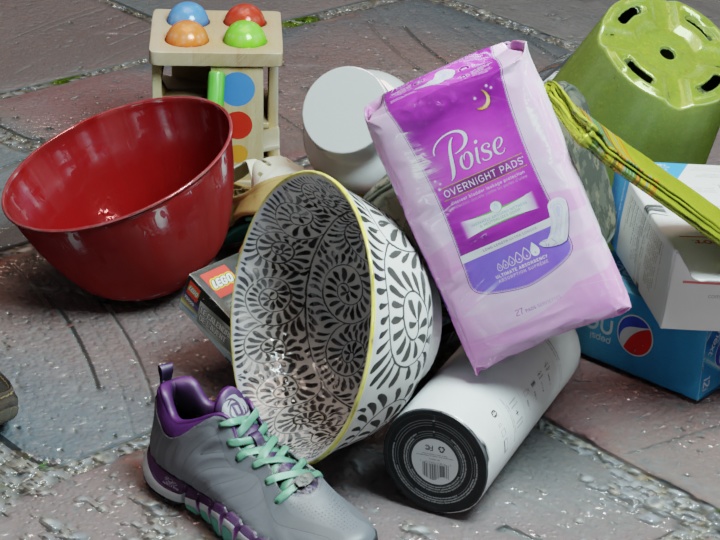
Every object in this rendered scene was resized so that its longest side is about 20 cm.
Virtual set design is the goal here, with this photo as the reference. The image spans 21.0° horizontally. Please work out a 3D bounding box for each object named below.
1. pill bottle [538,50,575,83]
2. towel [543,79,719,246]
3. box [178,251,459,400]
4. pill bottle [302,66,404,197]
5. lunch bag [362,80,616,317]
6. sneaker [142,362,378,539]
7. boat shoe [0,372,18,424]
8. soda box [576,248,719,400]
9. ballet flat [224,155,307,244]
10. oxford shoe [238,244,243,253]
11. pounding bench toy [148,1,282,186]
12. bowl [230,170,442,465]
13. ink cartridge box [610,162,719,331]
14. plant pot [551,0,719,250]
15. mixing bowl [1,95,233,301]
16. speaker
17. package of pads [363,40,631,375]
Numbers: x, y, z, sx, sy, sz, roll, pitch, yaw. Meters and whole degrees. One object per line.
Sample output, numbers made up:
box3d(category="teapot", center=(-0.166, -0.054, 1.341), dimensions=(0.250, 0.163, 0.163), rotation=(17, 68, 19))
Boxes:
box3d(category="pill bottle", center=(0.184, -0.133, 1.841), dimensions=(0.105, 0.107, 0.200), rotation=(14, 28, 23))
box3d(category="towel", center=(0.209, -0.065, 1.350), dimensions=(0.199, 0.018, 0.086), rotation=(32, 19, -29))
box3d(category="box", center=(-0.022, 0.028, 1.494), dimensions=(0.199, 0.040, 0.137), rotation=(-25, 60, -40))
box3d(category="pill bottle", center=(0.013, -0.105, 1.626), dimensions=(0.103, 0.105, 0.200), rotation=(10, -10, 17))
box3d(category="lunch bag", center=(0.089, -0.051, 1.469), dimensions=(0.166, 0.141, 0.200), rotation=(-10, 15, 23))
box3d(category="sneaker", center=(-0.072, 0.130, 1.282), dimensions=(0.199, 0.088, 0.074), rotation=(21, 31, 34))
box3d(category="boat shoe", center=(-0.328, 0.059, 1.429), dimensions=(0.199, 0.074, 0.074), rotation=(22, 32, 36))
box3d(category="soda box", center=(0.205, 0.031, 1.538), dimensions=(0.199, 0.068, 0.064), rotation=(23, 30, 37))
box3d(category="ballet flat", center=(-0.083, -0.065, 1.627), dimensions=(0.068, 0.064, 0.199), rotation=(-9, -3, -31))
box3d(category="oxford shoe", center=(0.000, 0.000, 1.612), dimensions=(0.198, 0.072, 0.073), rotation=(-11, 50, -21))
box3d(category="pounding bench toy", center=(-0.134, -0.152, 1.796), dimensions=(0.123, 0.157, 0.200), rotation=(0, 25, -4))
box3d(category="bowl", center=(-0.005, 0.035, 1.343), dimensions=(0.093, 0.202, 0.201), rotation=(4, 21, -31))
box3d(category="ink cartridge box", center=(0.268, -0.010, 1.467), dimensions=(0.115, 0.068, 0.200), rotation=(2, 27, -10))
box3d(category="plant pot", center=(0.228, -0.125, 1.643), dimensions=(0.198, 0.191, 0.201), rotation=(10, 51, -13))
box3d(category="mixing bowl", center=(-0.183, -0.046, 1.594), dimensions=(0.198, 0.109, 0.201), rotation=(-15, 30, 9))
box3d(category="speaker", center=(0.091, 0.091, 1.388), dimensions=(0.081, 0.082, 0.200), rotation=(12, 28, 21))
box3d(category="package of pads", center=(0.093, -0.043, 1.313), dimensions=(0.120, 0.201, 0.076), rotation=(-23, 13, 5))
